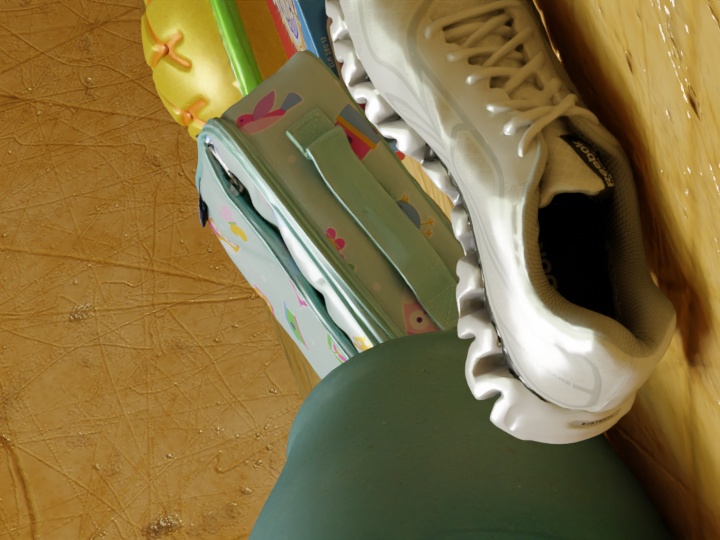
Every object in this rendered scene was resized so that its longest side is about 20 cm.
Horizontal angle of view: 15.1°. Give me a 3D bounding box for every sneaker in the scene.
[{"bbox_3d":[0.049,-0.046,0.883,0.201,0.075,0.081,66,161,9],"label":"sneaker"}]

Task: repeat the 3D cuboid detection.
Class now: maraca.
[{"bbox_3d":[-0.064,-0.111,1.573,0.137,0.106,0.201,-101,-7,-70],"label":"maraca"}]

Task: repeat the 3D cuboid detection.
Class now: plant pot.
[{"bbox_3d":[0.039,0.132,1.060,0.188,0.199,0.201,-92,-12,-52],"label":"plant pot"}]

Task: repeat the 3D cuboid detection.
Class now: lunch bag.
[{"bbox_3d":[0.000,0.000,1.254,0.200,0.077,0.160,51,171,9],"label":"lunch bag"}]

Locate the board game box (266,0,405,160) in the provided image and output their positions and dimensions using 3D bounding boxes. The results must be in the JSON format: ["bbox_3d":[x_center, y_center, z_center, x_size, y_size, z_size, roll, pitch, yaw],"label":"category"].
[{"bbox_3d":[-0.025,-0.151,1.373,0.153,0.040,0.201,121,129,-84],"label":"board game box"}]
